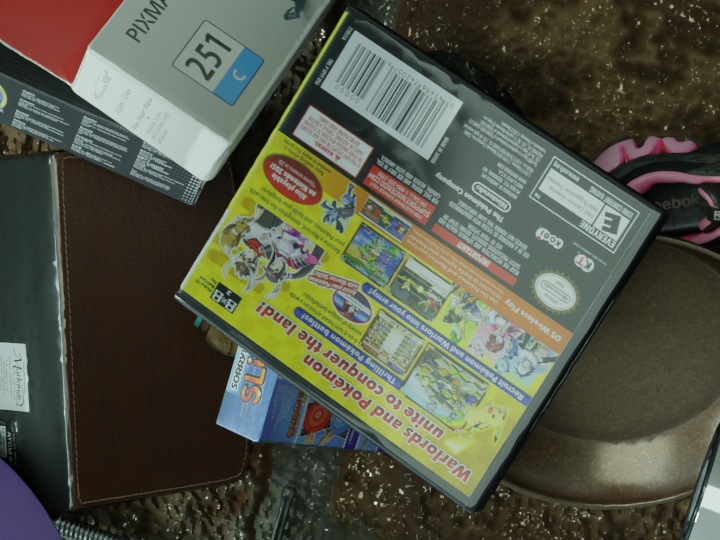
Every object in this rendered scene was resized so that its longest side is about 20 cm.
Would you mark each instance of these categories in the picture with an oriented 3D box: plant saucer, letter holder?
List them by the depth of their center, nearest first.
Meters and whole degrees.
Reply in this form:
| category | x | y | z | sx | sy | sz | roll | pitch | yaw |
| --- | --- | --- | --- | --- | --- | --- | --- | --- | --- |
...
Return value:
| category | x | y | z | sx | sy | sz | roll | pitch | yaw |
| --- | --- | --- | --- | --- | --- | --- | --- | --- | --- |
| plant saucer | 0.137 | 0.048 | 1.135 | 0.198 | 0.037 | 0.202 | 1 | 130 | 2 |
| letter holder | -0.147 | 0.030 | 1.238 | 0.100 | 0.141 | 0.202 | -1 | 93 | 47 |

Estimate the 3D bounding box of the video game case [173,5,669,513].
| category | x | y | z | sx | sy | sz | roll | pitch | yaw |
| --- | --- | --- | --- | --- | --- | --- | --- | --- | --- |
| video game case | 0.028 | -0.007 | 1.074 | 0.199 | 0.025 | 0.182 | 35 | 99 | 15 |

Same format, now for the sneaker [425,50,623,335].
| category | x | y | z | sx | sy | sz | roll | pitch | yaw |
| --- | --- | --- | --- | --- | --- | --- | --- | --- | --- |
| sneaker | 0.070 | -0.027 | 1.143 | 0.089 | 0.079 | 0.201 | -27 | 112 | 9 |

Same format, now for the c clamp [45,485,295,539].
| category | x | y | z | sx | sy | sz | roll | pitch | yaw |
| --- | --- | --- | --- | --- | --- | --- | --- | --- | --- |
| c clamp | -0.145 | 0.192 | 1.264 | 0.198 | 0.027 | 0.173 | 12 | 99 | 12 |

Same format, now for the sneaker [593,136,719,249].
| category | x | y | z | sx | sy | sz | roll | pitch | yaw |
| --- | --- | --- | --- | --- | --- | --- | --- | --- | --- |
| sneaker | 0.213 | -0.044 | 1.124 | 0.198 | 0.095 | 0.080 | -15 | 98 | 16 |

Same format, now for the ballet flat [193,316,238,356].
| category | x | y | z | sx | sy | sz | roll | pitch | yaw |
| --- | --- | --- | --- | --- | --- | --- | --- | --- | --- |
| ballet flat | -0.024 | -0.036 | 1.212 | 0.072 | 0.068 | 0.201 | 27 | 86 | -4 |

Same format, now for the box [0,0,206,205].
| category | x | y | z | sx | sy | sz | roll | pitch | yaw |
| --- | --- | --- | --- | --- | --- | --- | --- | --- | --- |
| box | -0.157 | -0.146 | 1.182 | 0.198 | 0.044 | 0.161 | 24 | 53 | -7 |

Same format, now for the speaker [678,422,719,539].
| category | x | y | z | sx | sy | sz | roll | pitch | yaw |
| --- | --- | --- | --- | --- | --- | --- | --- | --- | --- |
| speaker | 0.273 | 0.150 | 1.104 | 0.198 | 0.081 | 0.082 | 18 | 94 | 8 |

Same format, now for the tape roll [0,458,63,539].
| category | x | y | z | sx | sy | sz | roll | pitch | yaw |
| --- | --- | --- | --- | --- | --- | --- | --- | --- | --- |
| tape roll | -0.253 | 0.199 | 1.216 | 0.199 | 0.085 | 0.202 | 20 | 121 | 36 |

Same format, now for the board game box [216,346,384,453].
| category | x | y | z | sx | sy | sz | roll | pitch | yaw |
| --- | --- | --- | --- | --- | --- | --- | --- | --- | --- |
| board game box | 0.000 | 0.000 | 1.168 | 0.034 | 0.135 | 0.202 | 19 | 94 | 36 |

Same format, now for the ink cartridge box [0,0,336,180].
| category | x | y | z | sx | sy | sz | roll | pitch | yaw |
| --- | --- | --- | --- | --- | --- | --- | --- | --- | --- |
| ink cartridge box | -0.106 | -0.171 | 1.165 | 0.175 | 0.201 | 0.045 | 33 | 143 | -2 |
